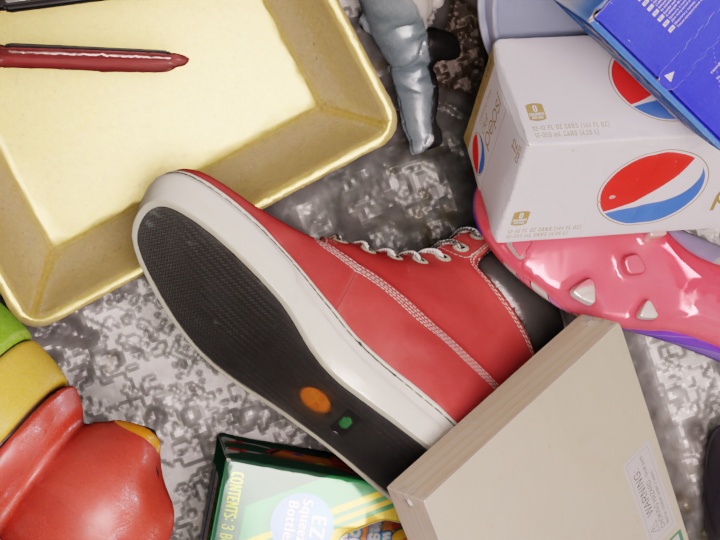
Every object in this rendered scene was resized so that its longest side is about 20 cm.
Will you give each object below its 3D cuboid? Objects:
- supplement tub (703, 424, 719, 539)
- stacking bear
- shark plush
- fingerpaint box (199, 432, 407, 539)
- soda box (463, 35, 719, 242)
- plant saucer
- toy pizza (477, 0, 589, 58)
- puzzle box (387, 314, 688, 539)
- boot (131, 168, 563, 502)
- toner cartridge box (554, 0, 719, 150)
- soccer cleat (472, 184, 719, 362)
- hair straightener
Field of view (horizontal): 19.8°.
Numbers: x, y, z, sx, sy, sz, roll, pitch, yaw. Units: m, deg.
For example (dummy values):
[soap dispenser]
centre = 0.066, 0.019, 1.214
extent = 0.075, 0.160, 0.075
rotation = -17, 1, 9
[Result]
[supplement tub]
centre = 0.269, 0.108, 0.985
extent = 0.199, 0.107, 0.107
rotation = 0, 95, -7
[stacking bear]
centre = -0.167, 0.067, 0.899
extent = 0.200, 0.121, 0.114
rotation = 36, 77, 5
[shark plush]
centre = -0.003, -0.155, 0.973
extent = 0.083, 0.091, 0.200
rotation = -19, 113, 20
[fingerpaint box]
centre = -0.003, 0.193, 0.978
extent = 0.166, 0.073, 0.201
rotation = 11, 93, -8
[soda box]
centre = 0.152, -0.063, 0.918
extent = 0.199, 0.068, 0.064
rotation = -5, 53, -15
[plant saucer]
centre = -0.114, -0.106, 0.956
extent = 0.200, 0.048, 0.200
rotation = -28, 97, -3
[toy pizza]
centre = 0.146, -0.140, 0.904
extent = 0.200, 0.032, 0.200
rotation = -10, 140, -8
[puzzle box]
centre = 0.093, 0.138, 0.934
extent = 0.133, 0.025, 0.200
rotation = -39, 123, -30
[boot]
centre = 0.000, 0.000, 0.950
extent = 0.200, 0.072, 0.144
rotation = 41, 50, -9
[toner cartridge box]
centre = 0.175, -0.154, 0.821
extent = 0.095, 0.043, 0.200
rotation = 38, 95, -32
[soccer cleat]
centre = 0.141, 0.005, 0.977
extent = 0.199, 0.076, 0.067
rotation = 20, 82, -7
[hair straightener]
centre = -0.175, -0.127, 0.909
extent = 0.199, 0.041, 0.077
rotation = 0, 94, -2
